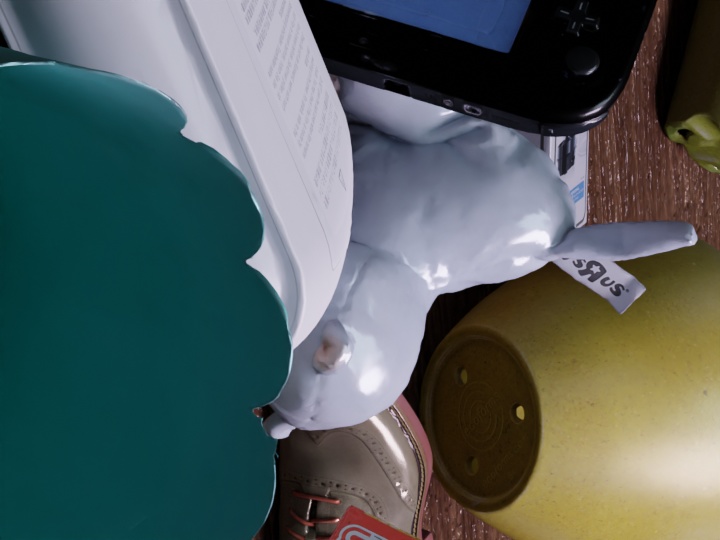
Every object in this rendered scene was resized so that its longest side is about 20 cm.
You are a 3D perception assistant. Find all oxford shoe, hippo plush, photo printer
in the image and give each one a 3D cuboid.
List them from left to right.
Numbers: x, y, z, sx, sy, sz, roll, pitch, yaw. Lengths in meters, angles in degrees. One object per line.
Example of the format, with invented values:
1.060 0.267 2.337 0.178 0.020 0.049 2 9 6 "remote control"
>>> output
-0.060 -0.074 0.646 0.167 0.069 0.201 -83 153 -63 "photo printer"
-0.008 0.117 0.911 0.075 0.070 0.201 -53 141 -38 "oxford shoe"
0.000 0.000 0.815 0.161 0.200 0.159 -47 175 -22 "hippo plush"

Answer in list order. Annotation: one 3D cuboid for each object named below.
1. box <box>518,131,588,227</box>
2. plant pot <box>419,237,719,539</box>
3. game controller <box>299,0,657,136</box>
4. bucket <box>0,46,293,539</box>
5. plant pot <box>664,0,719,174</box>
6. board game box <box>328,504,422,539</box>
0.051 -0.118 0.916 0.060 0.116 0.202 -32 125 -58 "box"
0.118 0.077 1.061 0.141 0.199 0.202 -2 99 -39 "plant pot"
0.016 -0.118 0.752 0.042 0.198 0.105 85 25 -65 "game controller"
-0.132 0.031 0.476 0.206 0.134 0.209 -20 121 -37 "bucket"
0.320 -0.162 1.424 0.185 0.199 0.200 -66 153 -7 "plant pot"
-0.030 0.210 0.750 0.152 0.046 0.201 -57 167 -39 "board game box"
